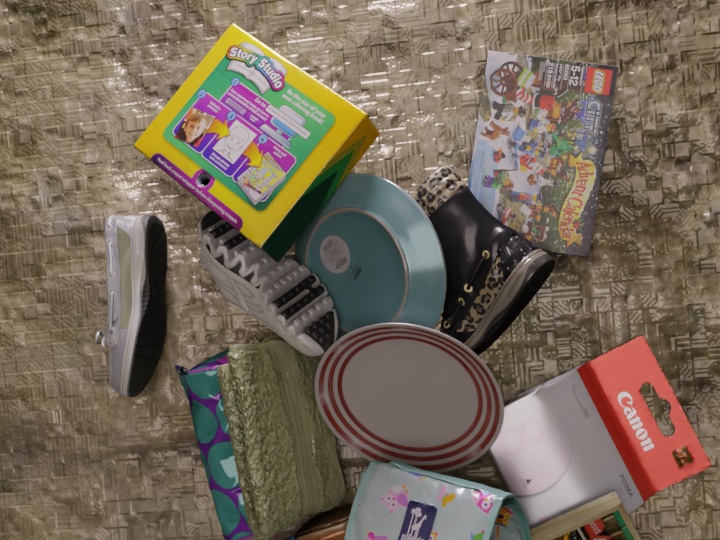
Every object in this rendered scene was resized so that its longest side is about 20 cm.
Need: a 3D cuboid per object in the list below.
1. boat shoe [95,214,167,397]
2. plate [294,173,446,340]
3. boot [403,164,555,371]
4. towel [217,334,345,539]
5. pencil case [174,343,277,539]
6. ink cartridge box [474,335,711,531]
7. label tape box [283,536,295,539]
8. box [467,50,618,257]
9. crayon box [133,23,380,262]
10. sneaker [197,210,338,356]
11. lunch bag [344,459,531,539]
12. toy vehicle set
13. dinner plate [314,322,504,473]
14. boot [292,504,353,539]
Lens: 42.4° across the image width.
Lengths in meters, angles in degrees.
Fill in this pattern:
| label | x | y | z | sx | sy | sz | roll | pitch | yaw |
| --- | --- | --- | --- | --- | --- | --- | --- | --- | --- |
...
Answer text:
| label | x | y | z | sx | sy | sz | roll | pitch | yaw |
| --- | --- | --- | --- | --- | --- | --- | --- | --- | --- |
| boat shoe | -0.259 | 0.038 | 1.034 | 0.065 | 0.074 | 0.203 | 2 | 88 | 14 |
| plate | 0.000 | 0.000 | 0.968 | 0.200 | 0.026 | 0.201 | 12 | 110 | 36 |
| boot | 0.093 | 0.006 | 0.963 | 0.154 | 0.073 | 0.204 | 49 | 133 | 16 |
| towel | -0.079 | 0.168 | 0.977 | 0.036 | 0.148 | 0.201 | -9 | 89 | 36 |
| pencil case | -0.134 | 0.187 | 1.008 | 0.085 | 0.092 | 0.201 | -16 | 91 | -24 |
| ink cartridge box | 0.244 | 0.184 | 0.978 | 0.200 | 0.057 | 0.163 | -28 | 87 | 12 |
| label tape box | -0.120 | 0.392 | 0.971 | 0.200 | 0.063 | 0.144 | -36 | 80 | 21 |
| box | 0.187 | -0.122 | 0.981 | 0.136 | 0.038 | 0.201 | 8 | 93 | 8 |
| crayon box | -0.110 | -0.137 | 0.975 | 0.200 | 0.058 | 0.173 | 38 | 87 | 23 |
| sneaker | -0.102 | 0.021 | 0.997 | 0.200 | 0.075 | 0.081 | 45 | 137 | 19 |
| lunch bag | 0.077 | 0.297 | 0.929 | 0.170 | 0.122 | 0.201 | 5 | 103 | 40 |
| toy vehicle set | 0.253 | 0.339 | 0.964 | 0.124 | 0.027 | 0.200 | -28 | 103 | 9 |
| dinner plate | 0.050 | 0.132 | 0.967 | 0.199 | 0.024 | 0.201 | 7 | 125 | 10 |
| boot | -0.040 | 0.356 | 1.005 | 0.200 | 0.077 | 0.156 | -33 | 85 | 10 |
